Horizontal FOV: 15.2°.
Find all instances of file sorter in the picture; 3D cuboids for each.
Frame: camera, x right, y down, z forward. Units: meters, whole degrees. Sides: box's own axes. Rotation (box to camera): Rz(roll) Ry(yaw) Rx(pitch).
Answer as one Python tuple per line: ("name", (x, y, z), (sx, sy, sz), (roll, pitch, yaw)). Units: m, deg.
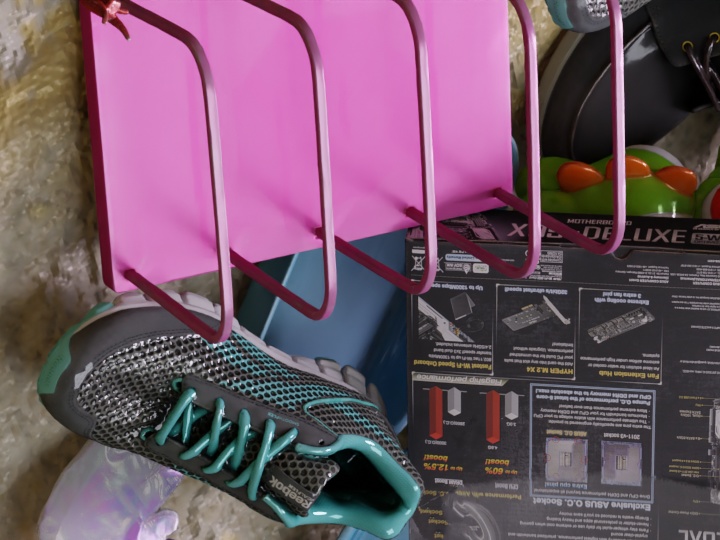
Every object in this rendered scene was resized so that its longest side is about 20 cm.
("file sorter", (0.001, -0.060, 1.132), (0.199, 0.125, 0.140), (-13, 113, -24))

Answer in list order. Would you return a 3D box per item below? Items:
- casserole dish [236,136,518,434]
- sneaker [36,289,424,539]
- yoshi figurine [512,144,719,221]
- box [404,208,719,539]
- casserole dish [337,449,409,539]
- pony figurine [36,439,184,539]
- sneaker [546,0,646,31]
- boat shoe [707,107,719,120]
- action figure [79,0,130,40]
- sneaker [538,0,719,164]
("casserole dish", (0.000, 0.000, 1.272), (0.121, 0.039, 0.201), (9, 110, -43))
("sneaker", (-0.048, 0.069, 1.186), (0.199, 0.091, 0.078), (16, 110, -38))
("yoshi figurine", (0.171, -0.010, 1.289), (0.199, 0.112, 0.112), (9, 111, 4))
("box", (0.121, 0.056, 1.236), (0.050, 0.199, 0.158), (-62, 152, -68))
("casserole dish", (0.039, 0.161, 1.350), (0.121, 0.039, 0.200), (28, 116, -7))
("pony figurine", (-0.105, 0.179, 1.214), (0.193, 0.199, 0.167), (-40, 131, -36))
("sneaker", (0.174, -0.174, 1.258), (0.200, 0.091, 0.078), (-39, 134, -15))
("boat shoe", (0.271, -0.069, 1.366), (0.072, 0.199, 0.068), (48, 63, -71))
("action figure", (-0.133, -0.160, 1.014), (0.065, 0.099, 0.200), (-53, 140, 3))
("sneaker", (0.177, -0.106, 1.305), (0.200, 0.106, 0.075), (-44, 137, -8))
